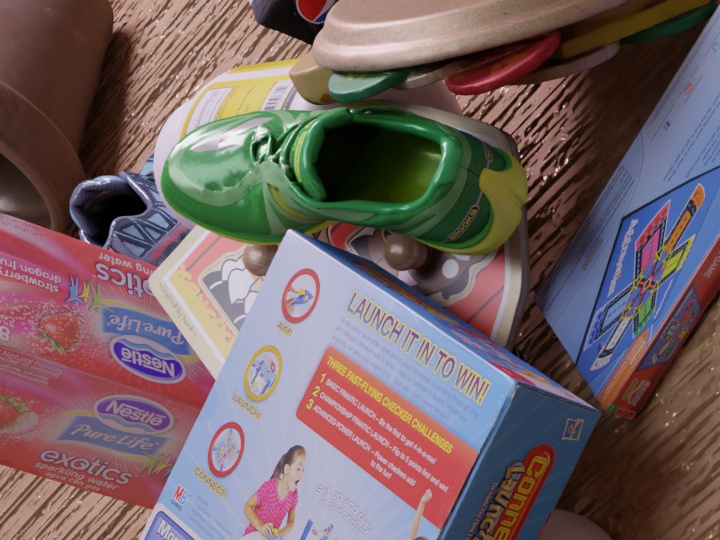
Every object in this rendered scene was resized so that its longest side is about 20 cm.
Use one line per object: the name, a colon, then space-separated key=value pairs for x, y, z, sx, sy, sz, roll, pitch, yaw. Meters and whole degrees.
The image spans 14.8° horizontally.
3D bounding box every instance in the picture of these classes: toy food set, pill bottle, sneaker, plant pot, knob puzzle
toy food set: x=0.068 y=-0.126 z=1.361 sx=0.198 sy=0.200 sz=0.049 roll=26 pitch=135 yaw=68
pill bottle: x=-0.034 y=-0.061 z=1.538 sx=0.200 sy=0.112 sz=0.113 roll=1 pitch=73 yaw=60
sneaker: x=-0.128 y=-0.040 z=1.686 sx=0.079 sy=0.095 sz=0.200 roll=-59 pitch=17 yaw=15
plant pot: x=-0.258 y=-0.134 z=1.922 sx=0.200 sy=0.200 sz=0.175 roll=-17 pitch=41 yaw=56
knob puzzle: x=0.000 y=0.000 z=1.380 sx=0.219 sy=0.030 sz=0.220 roll=-6 pitch=79 yaw=30
sneaker: x=-0.016 y=-0.054 z=1.341 sx=0.200 sy=0.084 sz=0.074 roll=3 pitch=70 yaw=33

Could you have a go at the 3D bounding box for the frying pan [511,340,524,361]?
frying pan: x=0.034 y=0.071 z=1.416 sx=0.115 sy=0.031 sz=0.190 roll=-65 pitch=28 yaw=3

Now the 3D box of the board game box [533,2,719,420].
board game box: x=0.154 y=-0.038 z=1.294 sx=0.200 sy=0.019 sz=0.103 roll=-59 pitch=29 yaw=19

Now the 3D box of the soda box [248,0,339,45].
soda box: x=-0.042 y=-0.217 z=1.702 sx=0.071 sy=0.063 sz=0.200 roll=-55 pitch=31 yaw=24

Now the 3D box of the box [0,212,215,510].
box: x=-0.144 y=0.058 z=1.559 sx=0.095 sy=0.200 sz=0.103 roll=-46 pitch=36 yaw=37

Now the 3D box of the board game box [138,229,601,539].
board game box: x=-0.006 y=0.108 z=1.278 sx=0.200 sy=0.056 sz=0.196 roll=35 pitch=100 yaw=51

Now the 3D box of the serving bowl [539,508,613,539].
serving bowl: x=0.046 y=0.200 z=1.282 sx=0.200 sy=0.066 sz=0.200 roll=-37 pitch=43 yaw=45
